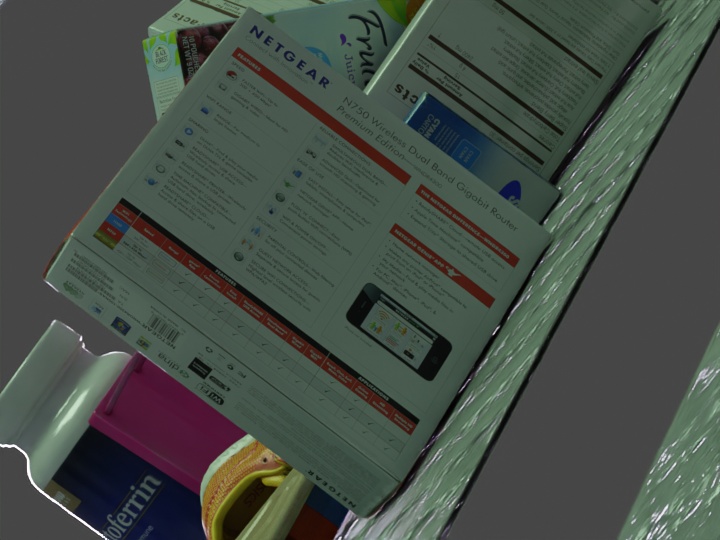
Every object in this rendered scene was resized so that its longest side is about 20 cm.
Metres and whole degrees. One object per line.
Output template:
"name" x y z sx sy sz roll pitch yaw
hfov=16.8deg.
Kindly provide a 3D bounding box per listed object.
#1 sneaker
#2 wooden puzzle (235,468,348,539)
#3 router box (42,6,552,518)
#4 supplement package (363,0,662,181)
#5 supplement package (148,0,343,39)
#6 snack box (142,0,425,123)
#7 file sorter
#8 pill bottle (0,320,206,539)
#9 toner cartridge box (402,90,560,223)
"sneaker" -0.023 0.094 1.439 0.201 0.073 0.077 -57 24 17
"wooden puzzle" -0.072 0.188 1.276 0.186 0.046 0.200 -52 0 36
"router box" -0.027 -0.007 1.219 0.180 0.199 0.049 -55 3 -36
"supplement package" 0.067 -0.097 1.459 0.201 0.119 0.121 -55 3 -11
"supplement package" -0.030 -0.157 1.669 0.200 0.117 0.117 -43 -40 -29
"snack box" -0.027 -0.094 1.535 0.199 0.144 0.053 -12 4 -30
"file sorter" -0.066 0.044 1.673 0.126 0.138 0.200 -57 1 44
"pill bottle" -0.162 0.130 1.721 0.116 0.199 0.116 -54 3 4
"toner cartridge box" 0.015 0.009 1.364 0.201 0.095 0.043 -55 4 4
